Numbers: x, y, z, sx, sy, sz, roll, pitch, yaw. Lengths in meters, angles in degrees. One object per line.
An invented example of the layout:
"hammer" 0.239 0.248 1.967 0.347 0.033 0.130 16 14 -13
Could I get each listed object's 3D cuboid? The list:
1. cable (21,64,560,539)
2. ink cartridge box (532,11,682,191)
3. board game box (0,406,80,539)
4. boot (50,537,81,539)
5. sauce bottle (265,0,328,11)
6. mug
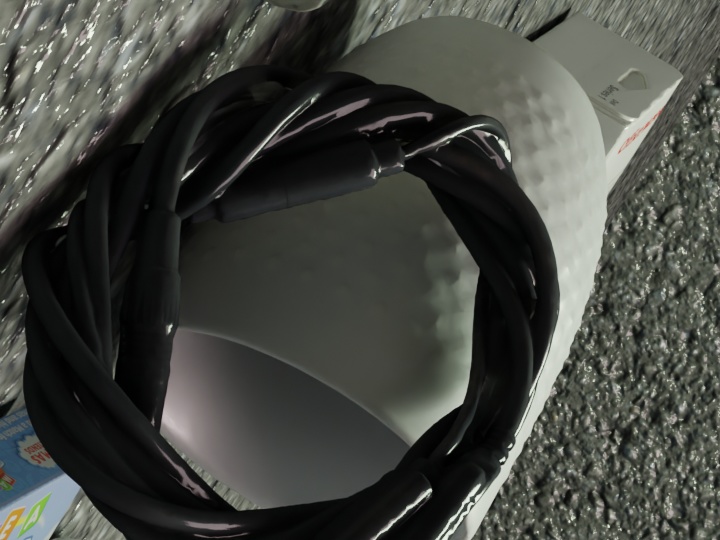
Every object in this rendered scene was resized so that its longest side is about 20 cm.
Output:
"cable" -0.016 0.016 0.675 0.200 0.163 0.051 -49 -171 -30
"ink cartridge box" 0.102 -0.050 1.327 0.200 0.084 0.146 -60 171 25
"board game box" -0.174 0.145 0.697 0.200 0.037 0.151 -59 171 15
"boot" -0.153 0.177 0.878 0.096 0.074 0.200 -41 176 15
"sauce bottle" 0.031 -0.146 0.616 0.200 0.066 0.066 -52 171 -36
"mug" 0.000 0.000 0.828 0.200 0.148 0.175 -13 -139 55
